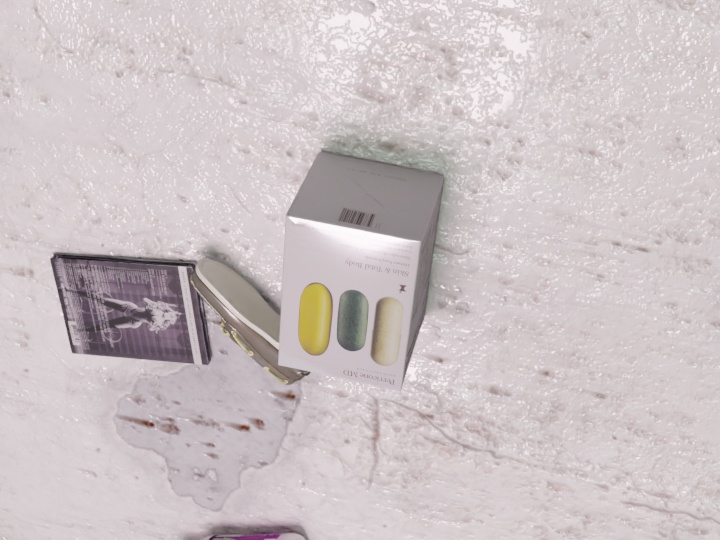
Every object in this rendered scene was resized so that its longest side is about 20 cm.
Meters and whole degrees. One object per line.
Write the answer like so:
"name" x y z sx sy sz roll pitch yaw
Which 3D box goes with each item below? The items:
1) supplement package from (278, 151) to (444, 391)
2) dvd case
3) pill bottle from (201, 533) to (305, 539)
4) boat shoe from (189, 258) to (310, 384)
"supplement package" 0.000 0.000 1.362 0.150 0.151 0.202 11 124 8
"dvd case" -0.296 0.050 1.560 0.197 0.016 0.150 4 121 14
"pill bottle" -0.175 0.432 1.709 0.198 0.113 0.113 -6 120 18
"boat shoe" -0.138 0.067 1.493 0.201 0.072 0.060 41 118 -16
